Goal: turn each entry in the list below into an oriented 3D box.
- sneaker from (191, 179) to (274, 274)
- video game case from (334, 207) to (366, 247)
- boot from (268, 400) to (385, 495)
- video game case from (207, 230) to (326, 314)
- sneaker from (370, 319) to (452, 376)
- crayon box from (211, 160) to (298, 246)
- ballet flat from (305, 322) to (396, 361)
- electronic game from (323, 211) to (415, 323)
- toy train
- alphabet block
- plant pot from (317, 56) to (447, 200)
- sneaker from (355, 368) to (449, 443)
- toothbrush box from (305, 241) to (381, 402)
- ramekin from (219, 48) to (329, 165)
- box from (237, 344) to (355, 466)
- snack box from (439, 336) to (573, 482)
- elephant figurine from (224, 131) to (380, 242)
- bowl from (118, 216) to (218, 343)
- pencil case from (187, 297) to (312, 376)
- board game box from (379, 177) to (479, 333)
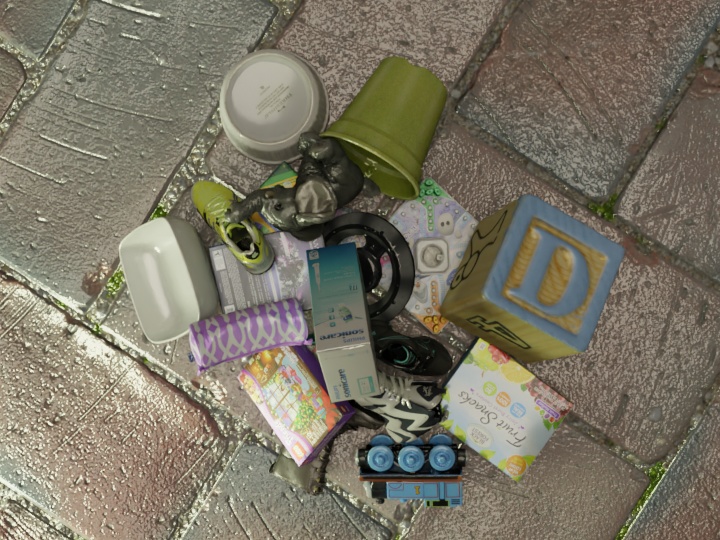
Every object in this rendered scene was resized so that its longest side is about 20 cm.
[{"bbox_3d":[-0.214,-0.085,1.516,0.075,0.076,0.200,-41,71,-7],"label":"sneaker"},{"bbox_3d":[-0.085,-0.055,1.619,0.198,0.018,0.145,17,90,2],"label":"video game case"},{"bbox_3d":[-0.058,0.306,1.587,0.198,0.069,0.176,11,91,25],"label":"boot"},{"bbox_3d":[-0.149,0.009,1.553,0.198,0.019,0.144,-13,91,0],"label":"video game case"},{"bbox_3d":[0.083,0.148,1.549,0.199,0.079,0.076,20,103,-31],"label":"sneaker"},{"bbox_3d":[-0.154,-0.073,1.587,0.126,0.052,0.200,43,92,1],"label":"crayon box"},{"bbox_3d":[-0.031,0.137,1.591,0.198,0.076,0.065,-8,97,4],"label":"ballet flat"},{"bbox_3d":[0.000,0.000,1.562,0.198,0.042,0.202,4,101,22],"label":"electronic game"},{"bbox_3d":[0.090,0.350,1.581,0.198,0.087,0.116,-2,98,4],"label":"toy train"},{"bbox_3d":[0.274,0.020,1.482,0.195,0.200,0.197,30,74,-8],"label":"alphabet block"},{"bbox_3d":[0.053,-0.249,1.542,0.199,0.200,0.185,29,79,2],"label":"plant pot"},{"bbox_3d":[0.072,0.198,1.498,0.129,0.080,0.200,-24,114,28],"label":"sneaker"},{"bbox_3d":[-0.027,0.081,1.426,0.084,0.147,0.201,-9,50,2],"label":"toothbrush box"},{"bbox_3d":[-0.154,-0.291,1.583,0.200,0.094,0.205,0,89,2],"label":"ramekin"},{"bbox_3d":[-0.113,0.211,1.551,0.200,0.039,0.137,50,119,22],"label":"box"},{"bbox_3d":[0.239,0.237,1.583,0.199,0.068,0.169,37,92,3],"label":"snack box"},{"bbox_3d":[-0.094,-0.112,1.490,0.154,0.142,0.201,19,69,32],"label":"elephant figurine"},{"bbox_3d":[-0.322,0.014,1.565,0.199,0.074,0.202,-21,86,45],"label":"bowl"},{"bbox_3d":[-0.184,0.105,1.483,0.198,0.084,0.086,-16,65,-15],"label":"pencil case"},{"bbox_3d":[0.127,-0.025,1.599,0.200,0.026,0.200,42,90,-2],"label":"board game box"}]
